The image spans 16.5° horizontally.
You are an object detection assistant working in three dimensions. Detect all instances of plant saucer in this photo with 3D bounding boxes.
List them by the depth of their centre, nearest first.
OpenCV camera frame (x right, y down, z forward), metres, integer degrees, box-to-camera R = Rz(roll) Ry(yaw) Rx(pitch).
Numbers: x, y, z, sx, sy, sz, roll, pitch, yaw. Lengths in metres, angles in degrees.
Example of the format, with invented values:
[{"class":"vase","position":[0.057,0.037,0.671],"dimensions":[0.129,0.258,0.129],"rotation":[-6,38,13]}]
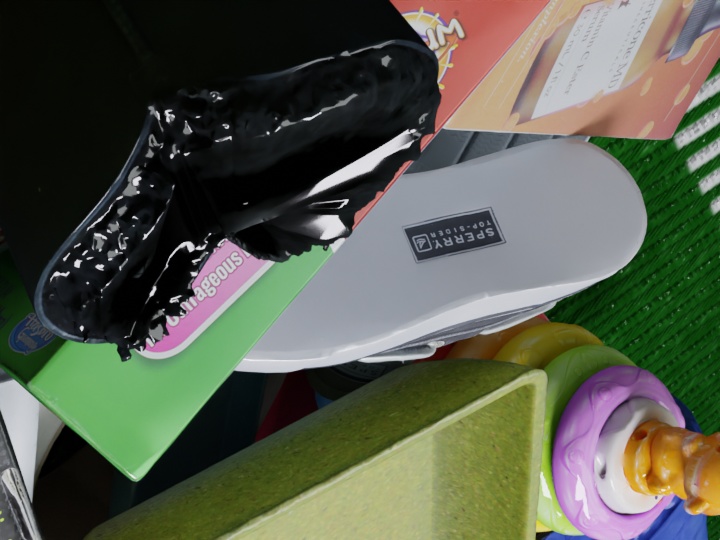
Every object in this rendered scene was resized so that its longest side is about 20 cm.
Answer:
[{"class":"plant saucer","position":[-0.068,0.080,0.927],"dimensions":[0.070,0.019,0.201],"rotation":[-36,152,-35]},{"class":"plant saucer","position":[-0.027,0.121,0.942],"dimensions":[0.199,0.048,0.201],"rotation":[-27,146,-18]}]

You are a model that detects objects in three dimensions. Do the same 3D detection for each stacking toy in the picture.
[{"class":"stacking toy","position":[0.089,0.067,1.000],"dimensions":[0.116,0.199,0.110],"rotation":[-40,121,-29]}]

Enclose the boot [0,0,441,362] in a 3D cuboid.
[{"class":"boot","position":[-0.023,-0.094,0.581],"dimensions":[0.200,0.168,0.076],"rotation":[-38,148,3]}]

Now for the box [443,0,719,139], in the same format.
[{"class":"box","position":[0.070,-0.137,0.861],"dimensions":[0.200,0.106,0.153],"rotation":[-4,127,-61]}]

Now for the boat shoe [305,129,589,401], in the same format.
[{"class":"boat shoe","position":[0.032,-0.034,0.983],"dimensions":[0.200,0.072,0.062],"rotation":[-53,-178,-30]}]

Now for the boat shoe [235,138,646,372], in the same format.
[{"class":"boat shoe","position":[0.000,0.000,0.850],"dimensions":[0.199,0.072,0.068],"rotation":[-13,162,-27]}]

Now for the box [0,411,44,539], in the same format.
[{"class":"box","position":[-0.171,0.099,0.610],"dimensions":[0.199,0.048,0.194],"rotation":[-22,145,-10]}]

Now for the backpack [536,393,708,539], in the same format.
[{"class":"backpack","position":[0.074,0.124,1.182],"dimensions":[0.200,0.162,0.168],"rotation":[-41,152,-26]}]

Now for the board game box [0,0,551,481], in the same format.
[{"class":"board game box","position":[-0.033,-0.049,0.677],"dimensions":[0.040,0.153,0.200],"rotation":[44,81,-25]}]

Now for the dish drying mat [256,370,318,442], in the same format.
[{"class":"dish drying mat","position":[0.001,0.015,1.065],"dimensions":[0.200,0.018,0.077],"rotation":[-48,157,-14]}]

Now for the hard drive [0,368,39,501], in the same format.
[{"class":"hard drive","position":[-0.169,0.104,0.792],"dimensions":[0.131,0.027,0.201],"rotation":[-16,142,-24]}]

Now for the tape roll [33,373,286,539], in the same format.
[{"class":"tape roll","position":[-0.094,0.048,0.901],"dimensions":[0.203,0.037,0.203],"rotation":[-42,155,-25]}]

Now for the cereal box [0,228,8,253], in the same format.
[{"class":"cereal box","position":[-0.179,0.005,0.583],"dimensions":[0.143,0.040,0.200],"rotation":[-29,171,27]}]
